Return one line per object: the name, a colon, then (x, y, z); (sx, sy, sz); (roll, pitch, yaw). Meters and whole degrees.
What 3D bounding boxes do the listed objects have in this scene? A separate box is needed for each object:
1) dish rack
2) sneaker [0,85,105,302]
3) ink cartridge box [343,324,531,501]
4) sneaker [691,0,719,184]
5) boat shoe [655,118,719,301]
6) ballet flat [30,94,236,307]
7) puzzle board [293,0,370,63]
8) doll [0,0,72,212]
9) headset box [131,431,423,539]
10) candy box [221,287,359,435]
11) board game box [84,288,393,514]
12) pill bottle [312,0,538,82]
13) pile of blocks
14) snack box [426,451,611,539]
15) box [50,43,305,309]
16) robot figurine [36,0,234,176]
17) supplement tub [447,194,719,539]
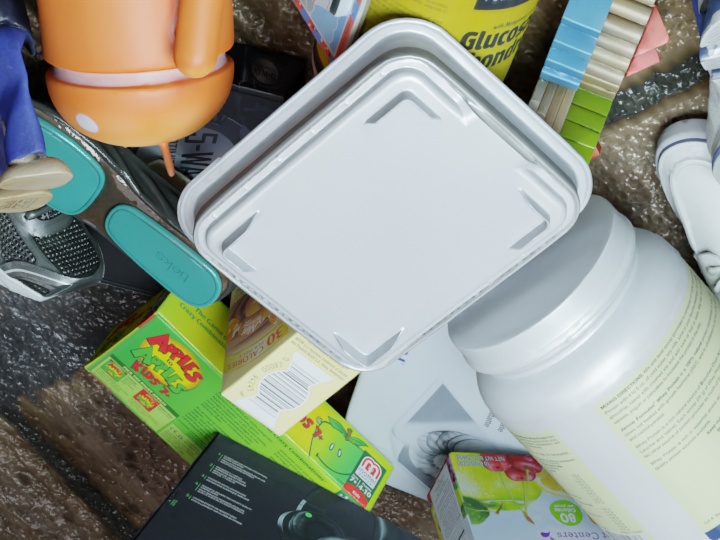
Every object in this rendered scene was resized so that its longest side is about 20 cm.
dish rack: (0.013, -0.029, 1.065); (0.200, 0.044, 0.171); (-38, 117, 25)
sneaker: (-0.232, -0.073, 1.236); (0.200, 0.080, 0.086); (52, 137, 3)
ink cartridge box: (0.094, 0.094, 1.289); (0.199, 0.041, 0.200); (19, 134, 3)
sneaker: (0.219, -0.134, 1.032); (0.080, 0.116, 0.200); (-7, 152, 12)
boat shoe: (0.238, -0.002, 1.156); (0.072, 0.066, 0.200); (-15, 123, 33)
ballet flat: (-0.156, -0.055, 1.206); (0.200, 0.069, 0.068); (41, 131, -14)
puzzle board: (-0.019, -0.230, 1.019); (0.017, 0.151, 0.201); (-10, 143, -27)
doll: (-0.215, -0.137, 1.108); (0.048, 0.201, 0.136); (-6, 167, -29)
headset box: (-0.064, 0.216, 1.238); (0.173, 0.200, 0.093); (26, 120, 6)
candy box: (0.000, 0.000, 1.186); (0.055, 0.116, 0.200); (38, 119, -25)
board game box: (-0.084, 0.101, 1.320); (0.200, 0.048, 0.101); (44, 135, -11)
pill bottle: (0.048, -0.173, 1.048); (0.111, 0.112, 0.201); (23, 135, 1)
pile of blocks: (0.135, -0.113, 1.087); (0.062, 0.082, 0.201); (21, 134, 3)
snack box: (0.156, 0.191, 1.253); (0.199, 0.143, 0.053); (4, 135, -22)
box: (-0.119, -0.065, 1.262); (0.159, 0.044, 0.201); (15, 134, 11)
robot figurine: (-0.131, -0.159, 1.109); (0.143, 0.117, 0.201); (4, 111, 18)
supplement tub: (0.160, 0.067, 1.136); (0.145, 0.145, 0.200); (-26, 118, 37)
